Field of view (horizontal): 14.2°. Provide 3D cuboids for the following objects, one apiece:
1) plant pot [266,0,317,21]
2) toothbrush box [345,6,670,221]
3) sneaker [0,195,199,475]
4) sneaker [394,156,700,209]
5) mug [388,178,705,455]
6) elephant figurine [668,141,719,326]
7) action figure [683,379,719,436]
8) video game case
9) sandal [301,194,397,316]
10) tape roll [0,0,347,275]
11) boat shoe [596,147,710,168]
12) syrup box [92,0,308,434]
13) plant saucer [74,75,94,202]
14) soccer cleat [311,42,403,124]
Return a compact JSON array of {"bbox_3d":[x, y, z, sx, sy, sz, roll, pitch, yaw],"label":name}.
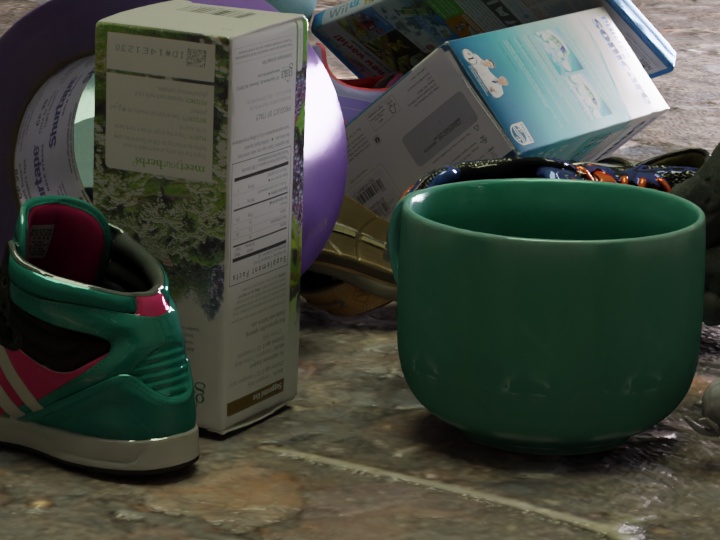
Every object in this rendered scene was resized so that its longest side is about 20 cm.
[{"bbox_3d":[-0.117,-0.188,1.898,0.199,0.189,0.200,5,-18,2],"label":"plant pot"},{"bbox_3d":[0.076,-0.081,1.784,0.146,0.085,0.200,-38,-10,32],"label":"toothbrush box"},{"bbox_3d":[-0.164,0.023,1.383,0.199,0.121,0.084,8,14,29],"label":"sneaker"},{"bbox_3d":[0.117,-0.026,1.550,0.199,0.076,0.078,-3,-14,-1],"label":"sneaker"},{"bbox_3d":[0.092,0.021,1.438,0.151,0.115,0.185,1,13,-2],"label":"mug"},{"bbox_3d":[0.254,-0.033,1.516,0.155,0.142,0.200,-30,-9,35],"label":"elephant figurine"},{"bbox_3d":[0.254,0.066,1.382,0.199,0.070,0.130,-3,20,-2],"label":"action figure"},{"bbox_3d":[0.087,-0.150,1.892,0.199,0.143,0.018,-18,44,36],"label":"video game case"},{"bbox_3d":[0.000,0.000,1.659,0.199,0.054,0.080,18,29,1],"label":"sandal"},{"bbox_3d":[-0.113,-0.060,1.573,0.199,0.201,0.085,6,14,16],"label":"tape roll"},{"bbox_3d":[0.157,-0.039,1.807,0.072,0.066,0.200,13,17,39],"label":"boat shoe"},{"bbox_3d":[-0.080,-0.027,1.433,0.078,0.201,0.081,9,16,26],"label":"syrup box"},{"bbox_3d":[-0.140,-0.081,1.732,0.200,0.039,0.201,-5,29,3],"label":"plant saucer"},{"bbox_3d":[0.040,-0.092,1.922,0.199,0.077,0.067,15,7,-23],"label":"soccer cleat"}]
